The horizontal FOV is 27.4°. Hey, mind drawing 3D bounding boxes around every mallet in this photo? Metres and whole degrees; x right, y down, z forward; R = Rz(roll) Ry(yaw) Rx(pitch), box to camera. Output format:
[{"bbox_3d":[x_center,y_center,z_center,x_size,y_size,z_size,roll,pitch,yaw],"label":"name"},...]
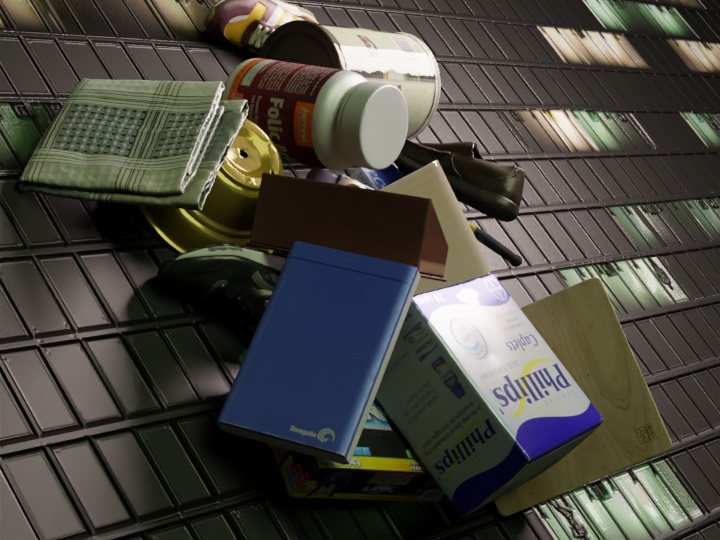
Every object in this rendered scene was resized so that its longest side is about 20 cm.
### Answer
[{"bbox_3d":[0.137,-0.052,1.814,0.200,0.041,0.066,31,-4,-29],"label":"mallet"}]

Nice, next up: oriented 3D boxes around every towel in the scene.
[{"bbox_3d":[-0.227,-0.136,1.504,0.199,0.035,0.193,6,40,10],"label":"towel"}]

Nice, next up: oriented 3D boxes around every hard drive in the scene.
[{"bbox_3d":[-0.038,0.073,1.391,0.132,0.025,0.200,12,64,20],"label":"hard drive"}]

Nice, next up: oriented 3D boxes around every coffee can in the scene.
[{"bbox_3d":[-0.015,-0.233,1.857,0.200,0.146,0.147,-4,54,-50],"label":"coffee can"}]

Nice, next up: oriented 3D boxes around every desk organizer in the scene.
[{"bbox_3d":[-0.009,-0.045,1.495,0.199,0.077,0.072,11,1,27],"label":"desk organizer"}]

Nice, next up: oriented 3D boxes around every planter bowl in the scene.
[{"bbox_3d":[-0.145,-0.107,1.589,0.200,0.083,0.201,23,49,-30],"label":"planter bowl"}]

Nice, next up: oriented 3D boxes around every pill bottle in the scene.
[{"bbox_3d":[-0.053,-0.177,1.690,0.200,0.115,0.114,13,15,34],"label":"pill bottle"}]

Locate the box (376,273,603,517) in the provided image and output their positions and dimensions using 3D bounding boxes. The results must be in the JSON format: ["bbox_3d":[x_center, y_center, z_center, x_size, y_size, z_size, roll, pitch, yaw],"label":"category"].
[{"bbox_3d":[0.119,0.119,1.486,0.200,0.105,0.184,54,31,14],"label":"box"}]

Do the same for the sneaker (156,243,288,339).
[{"bbox_3d":[-0.110,0.029,1.514,0.199,0.076,0.088,6,66,-30],"label":"sneaker"}]

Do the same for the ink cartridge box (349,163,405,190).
[{"bbox_3d":[0.070,-0.046,1.826,0.200,0.044,0.094,52,31,14],"label":"ink cartridge box"}]

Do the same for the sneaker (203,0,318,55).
[{"bbox_3d":[-0.109,-0.302,1.903,0.200,0.075,0.090,-1,47,-47],"label":"sneaker"}]

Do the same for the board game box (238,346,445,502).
[{"bbox_3d":[-0.006,0.145,1.465,0.200,0.057,0.166,9,46,-42],"label":"board game box"}]

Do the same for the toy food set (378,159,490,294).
[{"bbox_3d":[0.047,-0.025,1.656,0.200,0.060,0.144,-29,96,-36],"label":"toy food set"}]

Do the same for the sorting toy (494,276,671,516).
[{"bbox_3d":[0.209,0.139,1.616,0.070,0.198,0.201,37,30,-79],"label":"sorting toy"}]

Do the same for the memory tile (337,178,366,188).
[{"bbox_3d":[0.000,0.000,1.653,0.153,0.017,0.200,36,54,-11],"label":"memory tile"}]

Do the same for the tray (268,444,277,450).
[{"bbox_3d":[-0.019,0.168,1.495,0.200,0.022,0.108,22,36,-29],"label":"tray"}]

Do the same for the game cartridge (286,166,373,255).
[{"bbox_3d":[0.017,-0.029,1.707,0.200,0.038,0.130,24,61,-20],"label":"game cartridge"}]

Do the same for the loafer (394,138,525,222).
[{"bbox_3d":[0.120,-0.125,1.805,0.200,0.071,0.073,27,-9,27],"label":"loafer"}]
